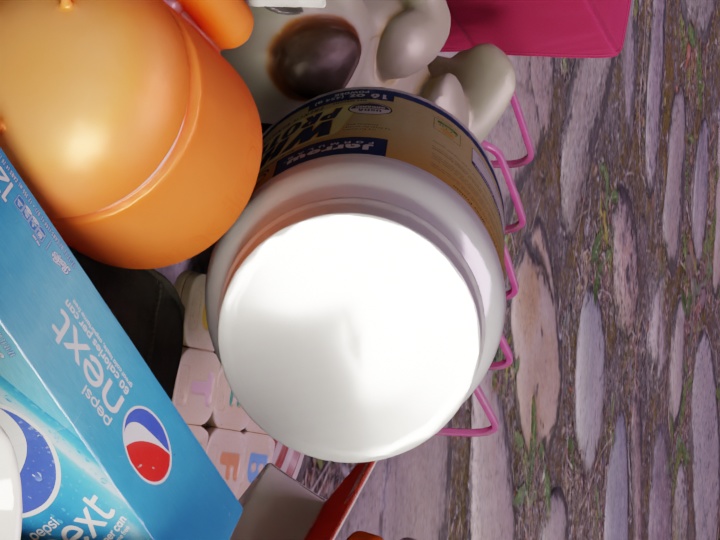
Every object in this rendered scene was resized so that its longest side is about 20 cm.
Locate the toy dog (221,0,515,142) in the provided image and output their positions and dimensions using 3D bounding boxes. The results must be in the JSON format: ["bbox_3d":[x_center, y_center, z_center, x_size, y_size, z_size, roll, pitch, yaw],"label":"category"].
[{"bbox_3d":[-0.031,-0.112,1.389,0.194,0.139,0.200,-58,152,-8],"label":"toy dog"}]

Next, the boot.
[{"bbox_3d":[-0.133,0.080,1.152,0.182,0.072,0.201,66,33,-63],"label":"boot"}]

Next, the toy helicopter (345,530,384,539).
[{"bbox_3d":[-0.060,0.232,1.456,0.200,0.079,0.133,-35,135,-57],"label":"toy helicopter"}]

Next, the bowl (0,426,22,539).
[{"bbox_3d":[-0.186,0.090,0.901,0.200,0.107,0.201,2,90,-74],"label":"bowl"}]

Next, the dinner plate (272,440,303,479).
[{"bbox_3d":[-0.062,0.045,1.472,0.200,0.024,0.201,3,90,-74],"label":"dinner plate"}]

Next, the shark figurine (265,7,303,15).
[{"bbox_3d":[-0.027,-0.179,1.272,0.090,0.214,0.128,69,-13,-15],"label":"shark figurine"}]

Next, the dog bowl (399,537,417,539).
[{"bbox_3d":[0.008,0.253,1.529,0.201,0.058,0.200,-60,-177,5],"label":"dog bowl"}]

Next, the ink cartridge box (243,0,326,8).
[{"bbox_3d":[-0.069,-0.222,1.193,0.076,0.147,0.201,10,83,-75],"label":"ink cartridge box"}]

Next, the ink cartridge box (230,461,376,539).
[{"bbox_3d":[-0.069,0.173,1.223,0.174,0.043,0.200,-55,-177,47],"label":"ink cartridge box"}]

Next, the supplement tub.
[{"bbox_3d":[0.000,0.000,1.226,0.200,0.144,0.145,-81,169,-71],"label":"supplement tub"}]

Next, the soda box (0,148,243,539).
[{"bbox_3d":[-0.132,0.053,1.035,0.200,0.064,0.068,58,31,-22],"label":"soda box"}]

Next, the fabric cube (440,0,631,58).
[{"bbox_3d":[0.060,-0.257,1.539,0.199,0.199,0.197,43,52,-68],"label":"fabric cube"}]

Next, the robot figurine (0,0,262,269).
[{"bbox_3d":[-0.114,-0.069,1.115,0.200,0.143,0.117,38,33,-70],"label":"robot figurine"}]

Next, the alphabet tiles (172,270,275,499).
[{"bbox_3d":[-0.089,0.104,1.347,0.195,0.015,0.201,19,79,-67],"label":"alphabet tiles"}]

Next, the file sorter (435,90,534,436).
[{"bbox_3d":[0.030,-0.011,1.522,0.139,0.125,0.201,60,35,-62],"label":"file sorter"}]
